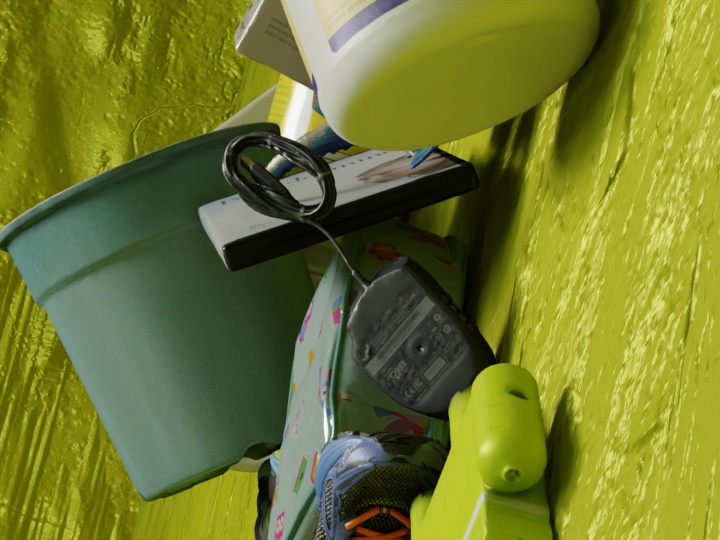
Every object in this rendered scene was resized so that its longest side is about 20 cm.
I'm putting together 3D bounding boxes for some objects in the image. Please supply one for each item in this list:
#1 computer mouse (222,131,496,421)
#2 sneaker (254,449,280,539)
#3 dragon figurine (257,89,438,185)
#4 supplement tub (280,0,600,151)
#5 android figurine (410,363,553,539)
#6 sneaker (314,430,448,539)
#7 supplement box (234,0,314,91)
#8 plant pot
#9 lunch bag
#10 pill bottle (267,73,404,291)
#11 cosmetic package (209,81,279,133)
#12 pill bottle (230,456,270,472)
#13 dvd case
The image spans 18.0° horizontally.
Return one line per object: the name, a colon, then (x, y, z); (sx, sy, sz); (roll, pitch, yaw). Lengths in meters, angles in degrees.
computer mouse: (0.000, 0.000, 1.169); (0.059, 0.200, 0.034); (-47, -21, 18)
sneaker: (-0.029, 0.153, 1.429); (0.200, 0.071, 0.083); (133, 139, -76)
dragon figurine: (0.028, -0.093, 1.237); (0.200, 0.099, 0.059); (-54, 5, 8)
supplement tub: (0.021, -0.177, 1.131); (0.145, 0.145, 0.200); (120, 134, -61)
android figurine: (0.045, 0.136, 1.000); (0.200, 0.041, 0.182); (-85, 13, -61)
sneaker: (0.006, 0.158, 1.155); (0.079, 0.075, 0.200); (-92, 9, -48)
supplement box: (0.028, -0.186, 1.287); (0.200, 0.126, 0.074); (-60, 11, 10)
plant pot: (-0.109, 0.034, 1.467); (0.200, 0.200, 0.197); (137, 112, -76)
lunch bag: (0.003, 0.076, 1.275); (0.161, 0.077, 0.200); (112, 170, -47)
pill bottle: (-0.017, -0.073, 1.576); (0.111, 0.111, 0.201); (-151, 78, -82)
cosmetic package: (-0.085, -0.098, 1.875); (0.200, 0.073, 0.104); (-38, 3, -6)
pill bottle: (-0.080, 0.053, 1.812); (0.104, 0.104, 0.200); (116, 166, -54)
dvd case: (-0.018, -0.041, 1.293); (0.200, 0.142, 0.018); (-137, 28, -79)
